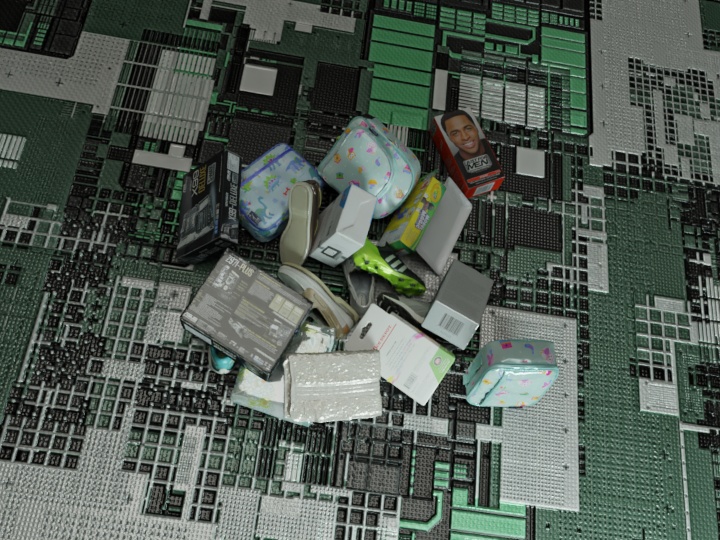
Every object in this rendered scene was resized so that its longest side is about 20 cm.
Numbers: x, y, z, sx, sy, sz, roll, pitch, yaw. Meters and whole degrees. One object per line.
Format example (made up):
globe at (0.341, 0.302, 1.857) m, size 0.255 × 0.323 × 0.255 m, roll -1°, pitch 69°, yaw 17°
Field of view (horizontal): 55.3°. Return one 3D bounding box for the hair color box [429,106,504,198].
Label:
hair color box at (0.249, -0.277, 1.618) m, size 0.100 × 0.061 × 0.202 m, roll -19°, pitch 71°, yaw -14°

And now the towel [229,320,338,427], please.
towel at (-0.149, 0.189, 1.372) m, size 0.169 × 0.048 × 0.203 m, roll 18°, pitch 78°, yaw 3°

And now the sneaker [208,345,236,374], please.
sneaker at (-0.271, 0.105, 1.383) m, size 0.076 × 0.080 × 0.203 m, roll -3°, pitch 68°, yaw -9°

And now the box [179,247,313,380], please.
box at (-0.216, 0.085, 1.310) m, size 0.198 × 0.086 × 0.165 m, roll 31°, pitch 70°, yaw 0°

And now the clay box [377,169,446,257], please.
clay box at (0.116, -0.122, 1.505) m, size 0.047 × 0.115 × 0.201 m, roll 37°, pitch 66°, yaw -17°

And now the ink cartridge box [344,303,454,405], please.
ink cartridge box at (0.079, 0.164, 1.392) m, size 0.199 × 0.067 × 0.118 m, roll 35°, pitch 95°, yaw 6°

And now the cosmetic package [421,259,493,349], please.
cosmetic package at (0.202, 0.065, 1.414) m, size 0.101 × 0.072 × 0.200 m, roll 29°, pitch 31°, yaw 5°

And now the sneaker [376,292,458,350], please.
sneaker at (0.126, 0.097, 1.454) m, size 0.198 × 0.074 × 0.080 m, roll 25°, pitch 47°, yaw 3°

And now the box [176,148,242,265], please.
box at (-0.316, -0.131, 1.435) m, size 0.049 × 0.157 × 0.203 m, roll 21°, pitch 60°, yaw -43°

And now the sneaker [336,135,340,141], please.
sneaker at (0.036, -0.264, 1.589) m, size 0.197 × 0.075 × 0.084 m, roll 19°, pitch 33°, yaw 8°

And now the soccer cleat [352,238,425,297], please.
soccer cleat at (0.067, -0.010, 1.447) m, size 0.199 × 0.067 × 0.082 m, roll 31°, pitch 50°, yaw -32°

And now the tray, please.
tray at (0.181, -0.099, 1.537) m, size 0.107 × 0.022 × 0.202 m, roll 43°, pitch 63°, yaw -32°

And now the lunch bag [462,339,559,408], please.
lunch bag at (0.290, 0.209, 1.357) m, size 0.158 × 0.201 × 0.078 m, roll 1°, pitch 57°, yaw -8°

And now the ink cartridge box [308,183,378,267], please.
ink cartridge box at (-0.045, -0.085, 1.440) m, size 0.066 × 0.200 × 0.117 m, roll 24°, pitch 66°, yaw -16°

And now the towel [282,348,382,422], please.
towel at (-0.053, 0.221, 1.327) m, size 0.197 × 0.034 × 0.135 m, roll -1°, pitch 91°, yaw -16°

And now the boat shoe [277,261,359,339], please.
boat shoe at (-0.099, 0.062, 1.425) m, size 0.199 × 0.075 × 0.069 m, roll 37°, pitch 66°, yaw 5°

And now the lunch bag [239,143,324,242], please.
lunch bag at (-0.192, -0.173, 1.507) m, size 0.199 × 0.083 × 0.161 m, roll -38°, pitch 75°, yaw -21°

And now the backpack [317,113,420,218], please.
backpack at (0.025, -0.215, 1.482) m, size 0.199 × 0.154 × 0.176 m, roll 39°, pitch 111°, yaw -6°

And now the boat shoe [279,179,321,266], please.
boat shoe at (-0.123, -0.092, 1.447) m, size 0.071 × 0.203 × 0.059 m, roll 20°, pitch 24°, yaw 24°

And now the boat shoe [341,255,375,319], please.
boat shoe at (0.000, 0.000, 1.465) m, size 0.070 × 0.070 × 0.202 m, roll -7°, pitch 64°, yaw -8°
